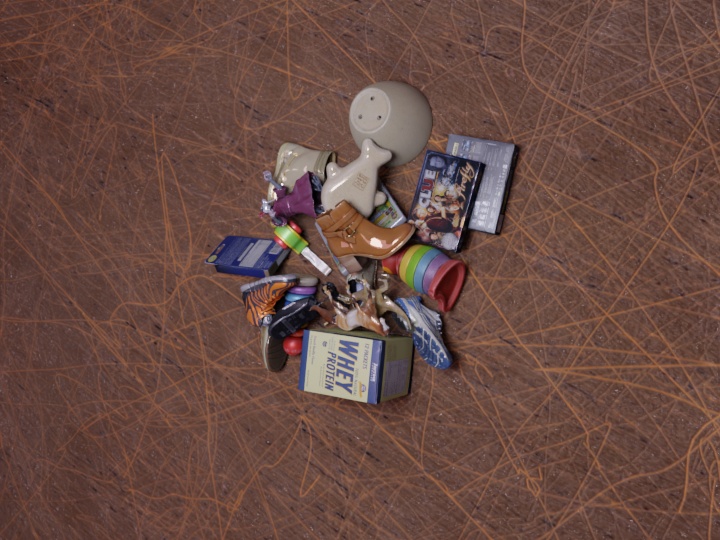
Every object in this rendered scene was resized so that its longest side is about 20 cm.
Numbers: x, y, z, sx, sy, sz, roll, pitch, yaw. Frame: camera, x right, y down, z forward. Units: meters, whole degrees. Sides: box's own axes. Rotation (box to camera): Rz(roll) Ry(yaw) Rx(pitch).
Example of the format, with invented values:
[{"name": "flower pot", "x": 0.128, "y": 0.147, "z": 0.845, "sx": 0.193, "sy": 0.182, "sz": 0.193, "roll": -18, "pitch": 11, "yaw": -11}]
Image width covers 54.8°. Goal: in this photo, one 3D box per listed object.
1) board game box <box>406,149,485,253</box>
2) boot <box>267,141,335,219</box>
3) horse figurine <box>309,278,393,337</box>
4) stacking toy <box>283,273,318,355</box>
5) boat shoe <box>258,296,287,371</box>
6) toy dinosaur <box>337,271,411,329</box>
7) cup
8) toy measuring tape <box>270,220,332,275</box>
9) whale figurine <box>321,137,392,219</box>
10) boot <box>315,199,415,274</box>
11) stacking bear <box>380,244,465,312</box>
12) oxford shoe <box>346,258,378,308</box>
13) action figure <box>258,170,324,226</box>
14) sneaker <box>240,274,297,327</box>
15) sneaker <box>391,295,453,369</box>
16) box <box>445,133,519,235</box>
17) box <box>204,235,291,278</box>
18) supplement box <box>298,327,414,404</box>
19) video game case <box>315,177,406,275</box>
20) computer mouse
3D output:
[{"name": "board game box", "x": 0.184, "y": -0.154, "z": 1.541, "sx": 0.134, "sy": 0.034, "sz": 0.203, "roll": 18, "pitch": 98, "yaw": 28}, {"name": "boot", "x": -0.145, "y": -0.212, "z": 1.740, "sx": 0.154, "sy": 0.073, "sz": 0.203, "roll": 14, "pitch": 91, "yaw": 24}, {"name": "horse figurine", "x": -0.022, "y": 0.092, "z": 1.566, "sx": 0.198, "sy": 0.050, "sz": 0.134, "roll": -11, "pitch": 112, "yaw": 40}, {"name": "stacking toy", "x": -0.155, "y": 0.112, "z": 1.729, "sx": 0.084, "sy": 0.085, "sz": 0.203, "roll": 9, "pitch": 97, "yaw": 26}, {"name": "boat shoe", "x": -0.227, "y": 0.154, "z": 1.771, "sx": 0.076, "sy": 0.071, "sz": 0.203, "roll": -1, "pitch": 83, "yaw": 46}, {"name": "toy dinosaur", "x": 0.045, "y": 0.060, "z": 1.579, "sx": 0.198, "sy": 0.058, "sz": 0.103, "roll": 17, "pitch": 110, "yaw": 28}, {"name": "cup", "x": 0.051, "y": -0.352, "z": 1.609, "sx": 0.198, "sy": 0.143, "sz": 0.203, "roll": -1, "pitch": 88, "yaw": 26}, {"name": "toy measuring tape", "x": -0.153, "y": -0.063, "z": 1.719, "sx": 0.200, "sy": 0.073, "sz": 0.074, "roll": 43, "pitch": 105, "yaw": 12}, {"name": "whale figurine", "x": -0.008, "y": -0.204, "z": 1.597, "sx": 0.158, "sy": 0.104, "sz": 0.202, "roll": 28, "pitch": 102, "yaw": -12}, {"name": "boot", "x": 0.008, "y": -0.095, "z": 1.536, "sx": 0.198, "sy": 0.074, "sz": 0.156, "roll": -29, "pitch": 106, "yaw": 19}, {"name": "stacking bear", "x": 0.128, "y": -0.007, "z": 1.579, "sx": 0.199, "sy": 0.122, "sz": 0.114, "roll": 27, "pitch": 78, "yaw": 34}, {"name": "oxford shoe", "x": 0.000, "y": 0.000, "z": 1.655, "sx": 0.070, "sy": 0.074, "sz": 0.203, "roll": -14, "pitch": 82, "yaw": 25}, {"name": "action figure", "x": -0.163, "y": -0.165, "z": 1.688, "sx": 0.198, "sy": 0.148, "sz": 0.136, "roll": -14, "pitch": 61, "yaw": 34}, {"name": "sneaker", "x": -0.212, "y": 0.075, "z": 1.678, "sx": 0.199, "sy": 0.077, "sz": 0.114, "roll": -18, "pitch": 81, "yaw": 48}, {"name": "sneaker", "x": 0.156, "y": 0.129, "z": 1.561, "sx": 0.201, "sy": 0.084, "sz": 0.078, "roll": 54, "pitch": 148, "yaw": 28}, {"name": "box", "x": 0.255, "y": -0.193, "z": 1.553, "sx": 0.156, "sy": 0.051, "sz": 0.203, "roll": 14, "pitch": 94, "yaw": 25}, {"name": "box", "x": -0.288, "y": -0.037, "z": 1.779, "sx": 0.197, "sy": 0.122, "sz": 0.033, "roll": 7, "pitch": 133, "yaw": 25}, {"name": "supplement box", "x": -0.005, "y": 0.210, "z": 1.578, "sx": 0.197, "sy": 0.199, "sz": 0.136, "roll": 5, "pitch": 89, "yaw": 25}, {"name": "video game case", "x": -0.003, "y": -0.116, "z": 1.653, "sx": 0.200, "sy": 0.022, "sz": 0.183, "roll": -42, "pitch": 51, "yaw": 14}, {"name": "computer mouse", "x": -0.126, "y": 0.103, "z": 1.676, "sx": 0.199, "sy": 0.140, "sz": 0.046, "roll": -36, "pitch": 53, "yaw": 6}]
